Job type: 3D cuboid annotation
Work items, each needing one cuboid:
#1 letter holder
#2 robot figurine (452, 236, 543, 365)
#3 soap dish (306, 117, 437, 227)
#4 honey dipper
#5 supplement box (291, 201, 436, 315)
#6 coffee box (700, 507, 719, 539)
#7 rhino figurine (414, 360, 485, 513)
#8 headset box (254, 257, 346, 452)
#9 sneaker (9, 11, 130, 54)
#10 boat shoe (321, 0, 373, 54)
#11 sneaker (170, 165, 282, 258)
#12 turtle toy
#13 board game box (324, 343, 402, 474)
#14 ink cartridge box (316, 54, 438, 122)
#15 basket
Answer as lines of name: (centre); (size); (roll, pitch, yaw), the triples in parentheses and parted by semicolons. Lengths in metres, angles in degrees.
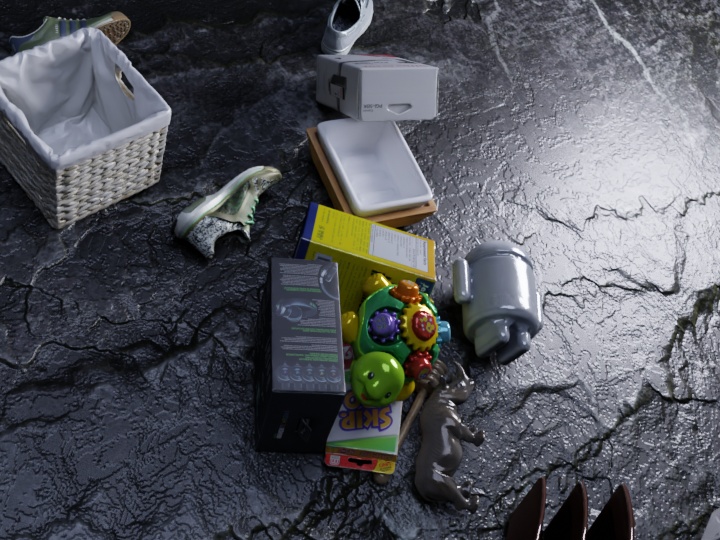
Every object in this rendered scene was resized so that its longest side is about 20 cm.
letter holder: (0.249, 0.317, 1.015); (0.100, 0.143, 0.200); (33, 16, 7)
robot figurine: (0.208, 0.038, 1.272); (0.168, 0.113, 0.202); (23, 49, -28)
soap dish: (0.013, -0.152, 1.362); (0.155, 0.082, 0.202); (-11, 61, -25)
honey dipper: (0.068, 0.207, 1.158); (0.038, 0.038, 0.201); (28, 55, 3)
supplement box: (0.000, 0.000, 1.216); (0.197, 0.111, 0.109); (17, 31, -5)
coffee box: (0.578, 0.400, 1.141); (0.199, 0.113, 0.080); (39, 53, 10)
rhino figurine: (0.119, 0.217, 1.132); (0.086, 0.060, 0.203); (12, 67, -10)
headset box: (-0.082, 0.117, 1.081); (0.091, 0.175, 0.202); (4, 54, -12)
sneaker: (-0.476, -0.386, 1.372); (0.090, 0.067, 0.200); (42, 57, 6)
boat shoe: (-0.017, -0.481, 1.589); (0.069, 0.072, 0.202); (23, 52, -1)
sneaker: (-0.185, -0.082, 1.264); (0.199, 0.077, 0.089); (-38, 86, -29)
turtle toy: (0.044, 0.096, 1.097); (0.146, 0.101, 0.201); (48, 53, -15)
board game box: (0.010, 0.176, 1.148); (0.094, 0.030, 0.202); (7, 53, 2)
ink cartridge box: (0.025, -0.309, 1.412); (0.145, 0.084, 0.200); (-6, 21, -22)
basket: (-0.405, -0.204, 1.210); (0.199, 0.162, 0.198); (-33, 71, -33)
